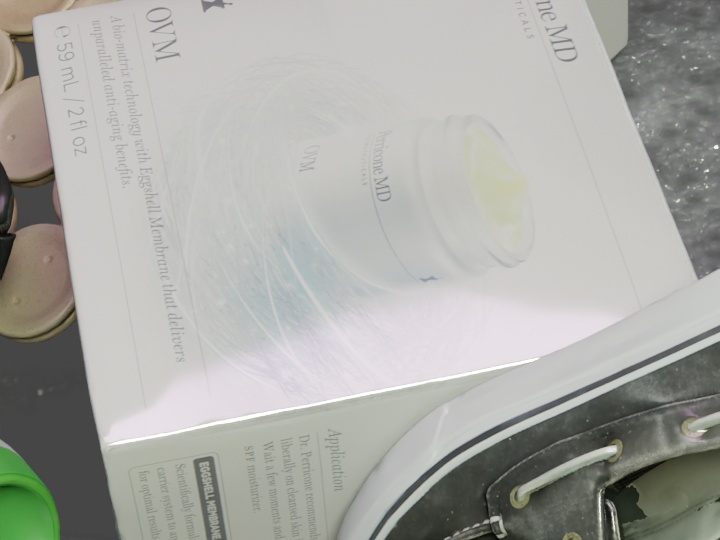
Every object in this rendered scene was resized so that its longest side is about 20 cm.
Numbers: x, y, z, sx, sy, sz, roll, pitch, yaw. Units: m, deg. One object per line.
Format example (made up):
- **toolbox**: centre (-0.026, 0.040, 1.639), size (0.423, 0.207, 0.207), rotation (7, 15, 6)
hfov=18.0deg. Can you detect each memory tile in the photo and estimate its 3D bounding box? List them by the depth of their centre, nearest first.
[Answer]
- **memory tile**: centre (-0.118, -0.076, 0.946), size (0.153, 0.017, 0.200), rotation (33, 81, 33)

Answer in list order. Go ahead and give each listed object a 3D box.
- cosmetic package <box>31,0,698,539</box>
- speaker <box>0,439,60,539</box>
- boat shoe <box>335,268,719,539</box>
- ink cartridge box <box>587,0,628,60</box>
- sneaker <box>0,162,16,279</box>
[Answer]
- **cosmetic package**: centre (0.000, 0.000, 0.793), size (0.198, 0.123, 0.200), rotation (-10, 49, -6)
- **speaker**: centre (-0.199, 0.066, 0.798), size (0.199, 0.089, 0.088), rotation (24, 47, 34)
- **boat shoe**: centre (0.072, 0.066, 0.680), size (0.200, 0.072, 0.071), rotation (-36, 44, 25)
- **ink cartridge box**: centre (0.002, -0.125, 1.010), size (0.199, 0.084, 0.145), rotation (20, 45, 31)
- **sneaker**: centre (-0.207, -0.036, 0.900), size (0.199, 0.113, 0.073), rotation (31, 9, 30)
